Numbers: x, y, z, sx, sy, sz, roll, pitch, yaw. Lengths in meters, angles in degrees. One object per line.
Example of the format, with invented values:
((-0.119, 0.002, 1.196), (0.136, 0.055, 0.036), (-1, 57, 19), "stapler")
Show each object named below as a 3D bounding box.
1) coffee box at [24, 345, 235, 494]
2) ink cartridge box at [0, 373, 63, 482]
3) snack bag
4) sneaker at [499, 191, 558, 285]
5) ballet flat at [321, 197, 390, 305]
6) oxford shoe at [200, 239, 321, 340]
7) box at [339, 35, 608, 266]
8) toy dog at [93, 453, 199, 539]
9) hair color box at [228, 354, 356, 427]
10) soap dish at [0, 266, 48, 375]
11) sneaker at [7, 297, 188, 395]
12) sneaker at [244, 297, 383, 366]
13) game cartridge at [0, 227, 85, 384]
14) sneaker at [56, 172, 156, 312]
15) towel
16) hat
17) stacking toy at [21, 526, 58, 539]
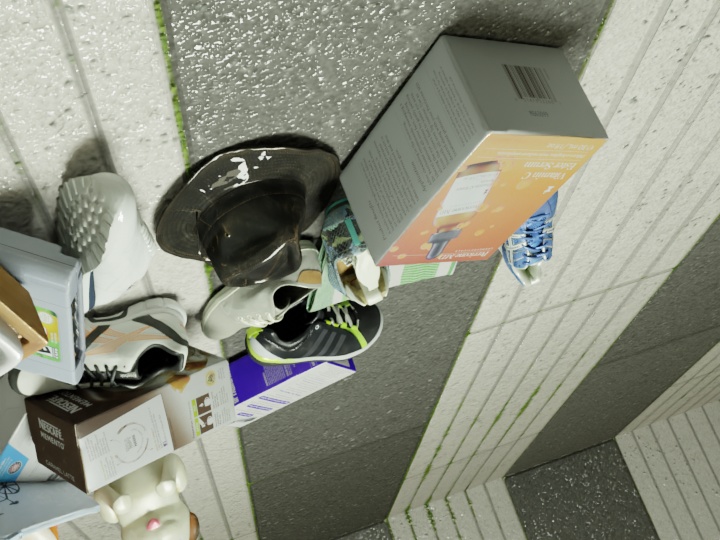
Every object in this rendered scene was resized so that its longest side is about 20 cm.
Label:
((-0.253, 0.156, 1.061), (0.113, 0.081, 0.198), (11, -156, 42), "coffee box")
((-0.350, 0.187, 1.140), (0.199, 0.067, 0.117), (14, 115, -54), "ink cartridge box")
((-0.418, 0.245, 1.090), (0.022, 0.198, 0.188), (-65, 161, 8), "snack bag")
((0.207, -0.051, 1.138), (0.074, 0.078, 0.201), (-18, 156, -3), "sneaker")
((0.000, 0.000, 1.005), (0.073, 0.075, 0.201), (-22, 155, 2), "ballet flat")
((-0.115, 0.037, 1.078), (0.199, 0.059, 0.074), (-36, 157, 35), "oxford shoe")
((0.099, -0.104, 0.884), (0.150, 0.108, 0.200), (-5, 150, -35), "box")
((-0.303, 0.304, 1.295), (0.138, 0.203, 0.194), (-19, 163, -27), "toy dog")
((-0.117, 0.145, 1.299), (0.198, 0.066, 0.109), (-28, 159, 14), "hair color box")
((-0.356, 0.017, 0.708), (0.156, 0.082, 0.201), (-28, 128, 14), "soap dish")
((-0.276, 0.093, 1.012), (0.197, 0.081, 0.074), (-19, 137, -9), "sneaker")
((-0.050, 0.071, 1.184), (0.197, 0.073, 0.083), (-13, 153, -28), "sneaker")
((-0.311, 0.031, 0.840), (0.131, 0.041, 0.201), (20, 145, -1), "game cartridge")
((-0.218, -0.031, 0.836), (0.079, 0.077, 0.200), (-18, 165, -29), "sneaker")
((0.039, -0.015, 1.111), (0.197, 0.024, 0.153), (-16, 152, -21), "towel")
((-0.098, -0.033, 0.906), (0.197, 0.082, 0.201), (-17, 156, -8), "hat")
((-0.424, 0.289, 1.193), (0.143, 0.201, 0.149), (1, 121, 1), "stacking toy")
